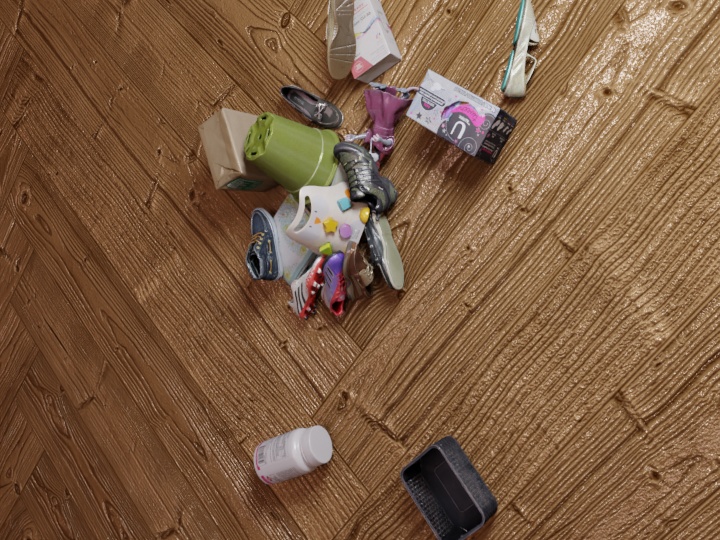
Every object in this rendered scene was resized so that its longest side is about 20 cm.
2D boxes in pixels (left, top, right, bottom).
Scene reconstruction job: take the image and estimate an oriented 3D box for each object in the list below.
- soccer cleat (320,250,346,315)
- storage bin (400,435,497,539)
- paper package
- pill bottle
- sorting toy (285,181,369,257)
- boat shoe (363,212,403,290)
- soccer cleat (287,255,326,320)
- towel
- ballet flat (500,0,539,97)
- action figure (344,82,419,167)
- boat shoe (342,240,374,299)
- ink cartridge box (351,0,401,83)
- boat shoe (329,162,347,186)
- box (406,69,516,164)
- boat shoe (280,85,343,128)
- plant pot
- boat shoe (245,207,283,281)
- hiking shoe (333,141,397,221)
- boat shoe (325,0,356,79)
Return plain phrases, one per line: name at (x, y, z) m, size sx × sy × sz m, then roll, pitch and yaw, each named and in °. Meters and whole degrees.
soccer cleat at (-0.057, 0.031, 1.646) m, size 0.074 × 0.067 × 0.202 m, roll 58°, pitch 156°, yaw 29°
storage bin at (0.202, 0.504, 1.532) m, size 0.135 × 0.093 × 0.202 m, roll -44°, pitch 69°, yaw 25°
paper package at (-0.307, -0.311, 1.765) m, size 0.102 × 0.198 × 0.196 m, roll -24°, pitch 80°, yaw 29°
pill bottle at (-0.176, 0.481, 1.753) m, size 0.197 × 0.112 × 0.116 m, roll -26°, pitch 78°, yaw 29°
sorting toy at (-0.087, -0.121, 1.632) m, size 0.205 × 0.176 × 0.107 m, roll -69°, pitch 27°, yaw 15°
boat shoe at (0.048, -0.042, 1.625) m, size 0.065 × 0.074 × 0.205 m, roll -24°, pitch 78°, yaw 31°
soccer cleat at (-0.138, 0.036, 1.723) m, size 0.084 × 0.068 × 0.203 m, roll 36°, pitch 130°, yaw 21°
towel at (-0.175, -0.083, 1.779) m, size 0.172 × 0.048 × 0.202 m, roll 48°, pitch 114°, yaw 25°
ballet flat at (0.353, -0.476, 1.442) m, size 0.060 × 0.068 × 0.206 m, roll 12°, pitch 102°, yaw 2°
action figure at (0.055, -0.346, 1.615) m, size 0.133 × 0.146 × 0.205 m, roll 36°, pitch 130°, yaw 45°
boat shoe at (0.000, 0.000, 1.612) m, size 0.070 × 0.202 × 0.077 m, roll 7°, pitch 58°, yaw 11°
ink cartridge box at (0.009, -0.582, 1.637) m, size 0.115 × 0.067 × 0.205 m, roll -26°, pitch 78°, yaw 30°
boat shoe at (-0.062, -0.223, 1.689) m, size 0.061 × 0.072 × 0.204 m, roll 35°, pitch 107°, yaw 43°
box at (0.221, -0.336, 1.475) m, size 0.198 × 0.131 × 0.117 m, roll 36°, pitch 107°, yaw 26°
boat shoe at (-0.131, -0.425, 1.735) m, size 0.198 × 0.056 × 0.068 m, roll 35°, pitch 108°, yaw 26°
plant pot at (-0.182, -0.293, 1.655) m, size 0.198 × 0.187 × 0.206 m, roll -24°, pitch 56°, yaw 41°
boat shoe at (-0.264, -0.072, 1.756) m, size 0.070 × 0.090 × 0.206 m, roll -24°, pitch 77°, yaw 30°
hiking shoe at (0.000, -0.217, 1.593) m, size 0.200 × 0.101 × 0.076 m, roll 45°, pitch 144°, yaw -4°
boat shoe at (-0.049, -0.566, 1.605) m, size 0.064 × 0.069 × 0.206 m, roll -138°, pitch 50°, yaw -62°
